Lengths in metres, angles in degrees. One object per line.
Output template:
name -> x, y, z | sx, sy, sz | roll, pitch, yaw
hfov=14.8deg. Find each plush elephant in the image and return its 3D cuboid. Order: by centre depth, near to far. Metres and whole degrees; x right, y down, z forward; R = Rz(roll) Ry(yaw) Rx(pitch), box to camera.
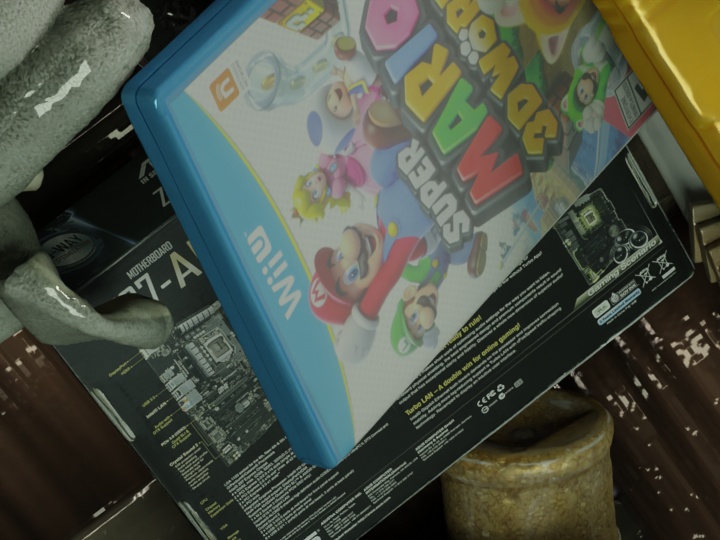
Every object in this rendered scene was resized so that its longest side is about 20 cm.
plush elephant -> -0.135, -0.037, 0.834 | 0.165, 0.200, 0.155 | 7, 156, 15

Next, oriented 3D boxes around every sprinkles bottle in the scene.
sprinkles bottle -> 0.069, 0.145, 1.040 | 0.068, 0.068, 0.200 | -11, 112, -10

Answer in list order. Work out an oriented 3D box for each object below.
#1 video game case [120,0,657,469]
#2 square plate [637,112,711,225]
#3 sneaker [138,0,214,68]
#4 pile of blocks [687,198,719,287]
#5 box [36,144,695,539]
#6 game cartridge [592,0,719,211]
video game case -> 0.021, -0.056, 0.859 | 0.200, 0.018, 0.143 | -46, 129, -30
square plate -> 0.204, -0.067, 1.016 | 0.198, 0.028, 0.200 | -32, 115, -1
sneaker -> -0.068, -0.126, 0.873 | 0.076, 0.116, 0.200 | -29, 114, -3
pile of blocks -> 0.161, -0.028, 0.970 | 0.082, 0.062, 0.200 | -14, 113, -9
box -> 0.000, 0.000, 0.950 | 0.200, 0.044, 0.160 | -38, 127, -5
game cartridge -> 0.177, -0.084, 0.913 | 0.176, 0.032, 0.200 | -40, 109, -17
